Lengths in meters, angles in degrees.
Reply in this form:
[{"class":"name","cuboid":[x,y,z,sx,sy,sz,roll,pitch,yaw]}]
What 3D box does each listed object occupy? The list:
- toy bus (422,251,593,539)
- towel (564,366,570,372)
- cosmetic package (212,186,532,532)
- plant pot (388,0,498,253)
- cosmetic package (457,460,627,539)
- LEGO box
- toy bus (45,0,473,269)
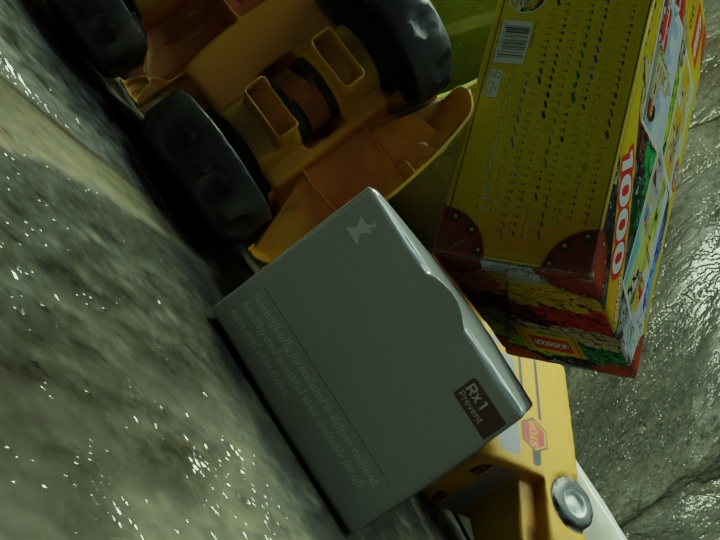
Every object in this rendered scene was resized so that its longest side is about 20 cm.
[{"class":"toy bus","cuboid":[0.078,0.078,0.688,0.077,0.065,0.202,24,46,-28]},{"class":"towel","cuboid":[0.117,0.043,0.990,0.034,0.193,0.200,21,-22,49]},{"class":"cosmetic package","cuboid":[0.016,0.042,0.530,0.108,0.090,0.200,56,7,12]},{"class":"plant pot","cuboid":[0.078,-0.080,0.792,0.186,0.198,0.201,65,-2,-31]},{"class":"cosmetic package","cuboid":[0.115,0.165,0.711,0.051,0.082,0.201,48,8,-39]},{"class":"LEGO box","cuboid":[0.113,-0.068,0.592,0.076,0.203,0.149,9,-16,24]},{"class":"toy bus","cuboid":[-0.057,-0.101,0.587,0.201,0.135,0.192,53,-9,1]}]
